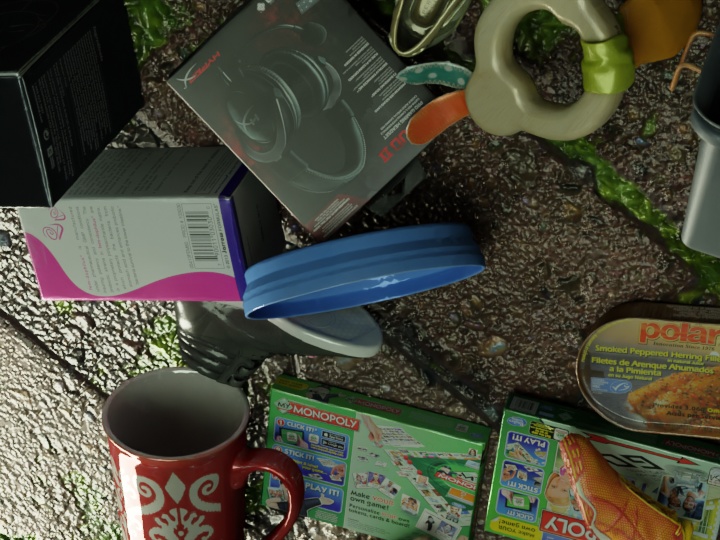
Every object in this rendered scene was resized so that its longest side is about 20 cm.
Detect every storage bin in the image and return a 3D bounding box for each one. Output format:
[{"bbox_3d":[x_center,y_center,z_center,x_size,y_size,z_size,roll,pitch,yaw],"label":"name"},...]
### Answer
[{"bbox_3d":[0.293,-0.102,1.514,0.145,0.200,0.135,19,133,9],"label":"storage bin"}]

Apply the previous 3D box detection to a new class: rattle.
[{"bbox_3d":[0.139,-0.165,1.583,0.130,0.143,0.200,47,138,-12],"label":"rattle"}]

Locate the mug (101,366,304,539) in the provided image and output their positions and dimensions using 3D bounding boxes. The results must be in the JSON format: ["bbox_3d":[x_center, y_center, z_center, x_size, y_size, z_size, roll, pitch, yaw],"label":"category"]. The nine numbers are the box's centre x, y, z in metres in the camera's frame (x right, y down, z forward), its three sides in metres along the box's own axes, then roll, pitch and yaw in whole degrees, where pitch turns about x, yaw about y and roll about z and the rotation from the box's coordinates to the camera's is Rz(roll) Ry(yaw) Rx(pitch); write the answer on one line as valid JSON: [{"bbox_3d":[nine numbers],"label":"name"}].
[{"bbox_3d":[-0.150,0.216,1.875,0.177,0.133,0.201,32,135,38],"label":"mug"}]

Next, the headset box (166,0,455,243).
[{"bbox_3d":[-0.033,-0.131,1.642,0.149,0.077,0.200,-42,99,5],"label":"headset box"}]

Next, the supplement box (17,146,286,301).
[{"bbox_3d":[-0.177,-0.040,1.764,0.199,0.103,0.102,0,119,18],"label":"supplement box"}]

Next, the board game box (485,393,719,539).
[{"bbox_3d":[0.214,0.192,1.793,0.199,0.029,0.135,14,122,12],"label":"board game box"}]

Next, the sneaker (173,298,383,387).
[{"bbox_3d":[-0.075,0.060,1.809,0.199,0.071,0.100,17,126,15],"label":"sneaker"}]

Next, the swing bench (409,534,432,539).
[{"bbox_3d":[0.026,0.364,1.903,0.200,0.130,0.199,-17,114,52],"label":"swing bench"}]

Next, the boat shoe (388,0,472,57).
[{"bbox_3d":[0.074,-0.255,1.571,0.073,0.063,0.201,30,121,3],"label":"boat shoe"}]

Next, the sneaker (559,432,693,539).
[{"bbox_3d":[0.232,0.210,1.742,0.077,0.073,0.200,-33,109,8],"label":"sneaker"}]

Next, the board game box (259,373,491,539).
[{"bbox_3d":[0.012,0.178,1.866,0.199,0.029,0.135,14,122,11],"label":"board game box"}]

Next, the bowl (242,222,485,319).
[{"bbox_3d":[0.000,0.000,1.677,0.200,0.200,0.040,-15,83,26],"label":"bowl"}]

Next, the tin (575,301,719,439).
[{"bbox_3d":[0.279,0.082,1.711,0.199,0.042,0.112,5,124,17],"label":"tin"}]

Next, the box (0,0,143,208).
[{"bbox_3d":[-0.312,-0.146,1.693,0.199,0.197,0.124,1,120,19],"label":"box"}]
